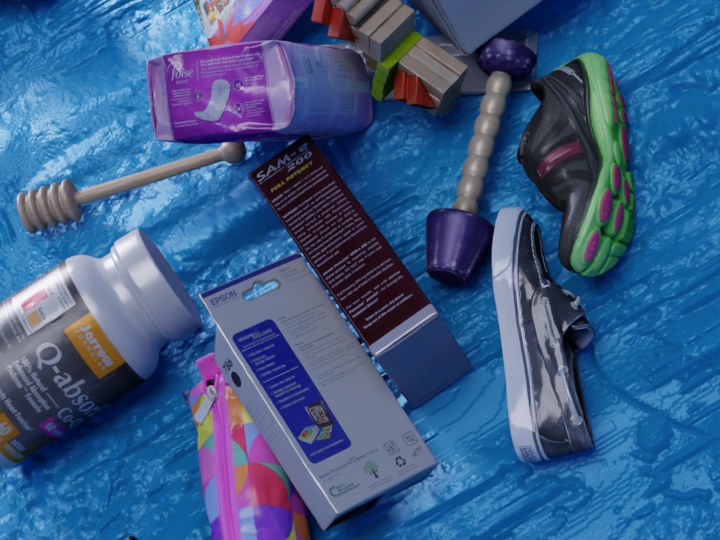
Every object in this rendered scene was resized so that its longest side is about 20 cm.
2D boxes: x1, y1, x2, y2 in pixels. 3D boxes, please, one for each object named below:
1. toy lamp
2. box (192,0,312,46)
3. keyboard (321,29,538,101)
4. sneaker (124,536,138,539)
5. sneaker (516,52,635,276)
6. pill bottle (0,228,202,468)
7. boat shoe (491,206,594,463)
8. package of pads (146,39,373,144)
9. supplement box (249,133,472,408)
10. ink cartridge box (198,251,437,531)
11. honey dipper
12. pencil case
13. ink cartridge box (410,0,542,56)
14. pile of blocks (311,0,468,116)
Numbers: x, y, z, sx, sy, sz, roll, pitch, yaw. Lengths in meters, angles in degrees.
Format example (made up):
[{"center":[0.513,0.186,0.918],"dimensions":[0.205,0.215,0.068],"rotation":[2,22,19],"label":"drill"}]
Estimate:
[{"center":[0.093,-0.085,1.638],"dimensions":[0.058,0.058,0.200],"rotation":[7,72,23],"label":"toy lamp"},{"center":[-0.074,-0.280,1.746],"dimensions":[0.200,0.039,0.137],"rotation":[-46,51,36],"label":"box"},{"center":[0.049,-0.168,1.728],"dimensions":[0.200,0.011,0.056],"rotation":[-2,69,19],"label":"keyboard"},{"center":[-0.153,0.296,1.536],"dimensions":[0.089,0.074,0.200],"rotation":[-39,49,-2],"label":"sneaker"},{"center":[0.165,-0.076,1.609],"dimensions":[0.084,0.077,0.200],"rotation":[-13,52,21],"label":"sneaker"},{"center":[-0.234,0.059,1.653],"dimensions":[0.200,0.116,0.116],"rotation":[-34,59,2],"label":"pill bottle"},{"center":[0.141,0.043,1.553],"dimensions":[0.068,0.072,0.200],"rotation":[-11,64,16],"label":"boat shoe"},{"center":[-0.076,-0.140,1.649],"dimensions":[0.120,0.200,0.076],"rotation":[-6,92,18],"label":"package of pads"},{"center":[0.000,0.000,1.603],"dimensions":[0.061,0.109,0.200],"rotation":[-36,60,-1],"label":"supplement box"},{"center":[-0.037,0.089,1.559],"dimensions":[0.099,0.039,0.200],"rotation":[-23,72,-31],"label":"ink cartridge box"},{"center":[-0.192,-0.076,1.750],"dimensions":[0.200,0.038,0.038],"rotation":[-16,61,10],"label":"honey dipper"},{"center":[-0.084,0.166,1.567],"dimensions":[0.088,0.088,0.200],"rotation":[-18,61,11],"label":"pencil case"},{"center":[0.084,-0.285,1.696],"dimensions":[0.145,0.088,0.200],"rotation":[-37,39,-1],"label":"ink cartridge box"},{"center":[-0.002,-0.190,1.655],"dimensions":[0.200,0.082,0.062],"rotation":[48,61,-8],"label":"pile of blocks"}]
